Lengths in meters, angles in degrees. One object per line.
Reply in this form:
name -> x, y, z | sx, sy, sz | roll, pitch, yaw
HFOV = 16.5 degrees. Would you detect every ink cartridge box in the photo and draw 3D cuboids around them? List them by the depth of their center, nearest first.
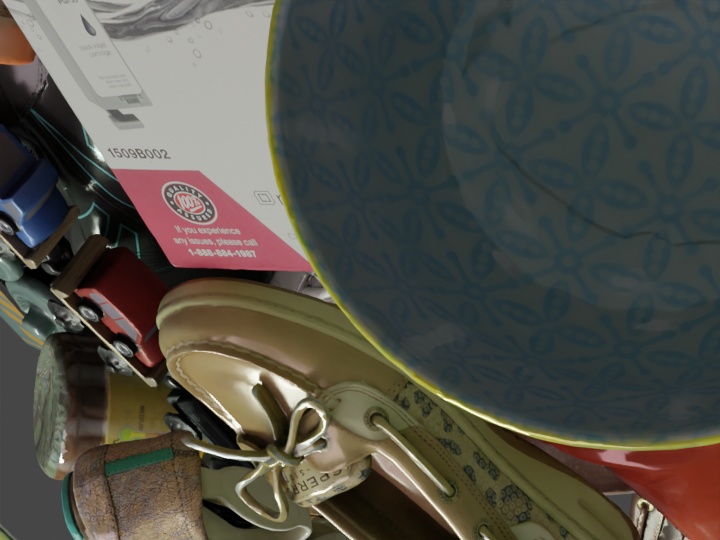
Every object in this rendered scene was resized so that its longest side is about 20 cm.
ink cartridge box -> -0.039, -0.099, 0.768 | 0.146, 0.083, 0.200 | 2, 134, 44

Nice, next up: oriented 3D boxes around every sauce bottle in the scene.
sauce bottle -> -0.035, 0.061, 1.044 | 0.199, 0.065, 0.065 | 3, 160, -16

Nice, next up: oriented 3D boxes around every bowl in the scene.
bowl -> 0.081, -0.048, 0.688 | 0.200, 0.201, 0.108 | 23, 179, 12

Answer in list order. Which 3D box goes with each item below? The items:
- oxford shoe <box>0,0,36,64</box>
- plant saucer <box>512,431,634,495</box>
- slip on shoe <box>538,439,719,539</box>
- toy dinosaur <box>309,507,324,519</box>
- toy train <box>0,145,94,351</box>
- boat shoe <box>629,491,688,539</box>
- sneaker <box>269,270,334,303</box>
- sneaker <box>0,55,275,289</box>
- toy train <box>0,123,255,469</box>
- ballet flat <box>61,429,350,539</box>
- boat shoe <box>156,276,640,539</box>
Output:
oxford shoe -> -0.181, -0.142, 0.914 | 0.200, 0.073, 0.071 | 28, -162, 32
plant saucer -> 0.084, 0.031, 0.908 | 0.199, 0.035, 0.200 | 1, 153, 1
slip on shoe -> 0.136, 0.075, 0.892 | 0.200, 0.061, 0.074 | 24, 146, -36
toy dinosaur -> -0.025, 0.125, 1.102 | 0.199, 0.102, 0.136 | 15, 110, 25
toy train -> -0.138, -0.014, 1.082 | 0.114, 0.085, 0.200 | 22, 159, 44
boat shoe -> 0.134, 0.128, 1.071 | 0.070, 0.071, 0.200 | 18, 146, 5
sneaker -> 0.000, 0.000, 0.941 | 0.076, 0.092, 0.200 | 26, 154, 8
sneaker -> -0.082, -0.039, 0.974 | 0.079, 0.076, 0.200 | 4, 146, 38
toy train -> -0.094, 0.013, 0.956 | 0.200, 0.034, 0.046 | 47, 154, -20
ballet flat -> -0.041, 0.118, 0.982 | 0.067, 0.068, 0.200 | -26, 147, 14
boat shoe -> 0.011, 0.072, 0.862 | 0.200, 0.063, 0.073 | 33, 151, -15
